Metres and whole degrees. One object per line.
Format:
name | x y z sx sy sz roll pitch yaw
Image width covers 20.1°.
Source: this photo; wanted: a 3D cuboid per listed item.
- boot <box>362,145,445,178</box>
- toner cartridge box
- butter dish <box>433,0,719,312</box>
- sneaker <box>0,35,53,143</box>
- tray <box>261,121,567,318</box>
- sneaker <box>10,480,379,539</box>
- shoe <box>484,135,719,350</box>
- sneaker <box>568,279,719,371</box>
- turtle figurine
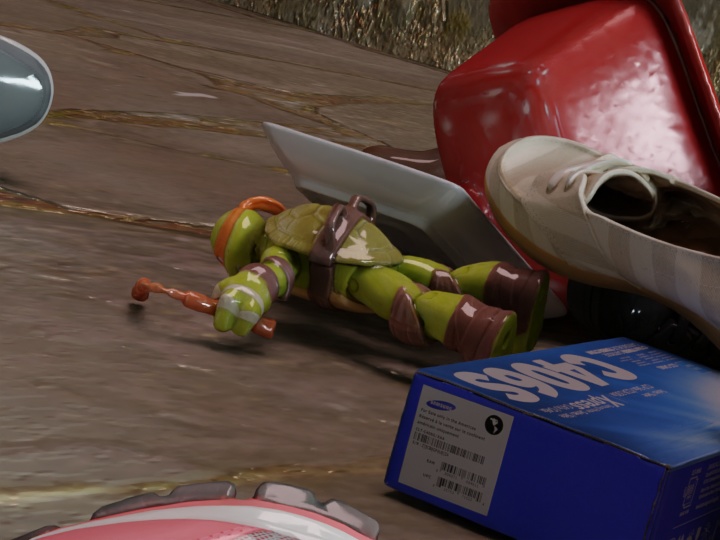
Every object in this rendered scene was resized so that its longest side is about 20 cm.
boot | 0.104 -0.140 1.479 0.185 0.201 0.064 14 9 -4
toner cartridge box | 0.096 0.063 0.739 0.095 0.043 0.200 21 11 25
butter dish | 0.101 -0.050 1.092 0.147 0.201 0.199 -25 10 -22
sneaker | -0.237 -0.094 1.019 0.199 0.084 0.121 1 9 -27
tray | 0.028 -0.015 1.001 0.107 0.022 0.200 18 -10 25
sneaker | 0.012 0.091 0.341 0.199 0.074 0.087 15 10 1
shoe | 0.129 -0.019 0.863 0.070 0.054 0.200 -31 44 -29
sneaker | 0.191 0.031 0.960 0.104 0.060 0.199 22 0 41
turtle figurine | 0.000 0.000 0.898 0.160 0.065 0.200 17 9 16
